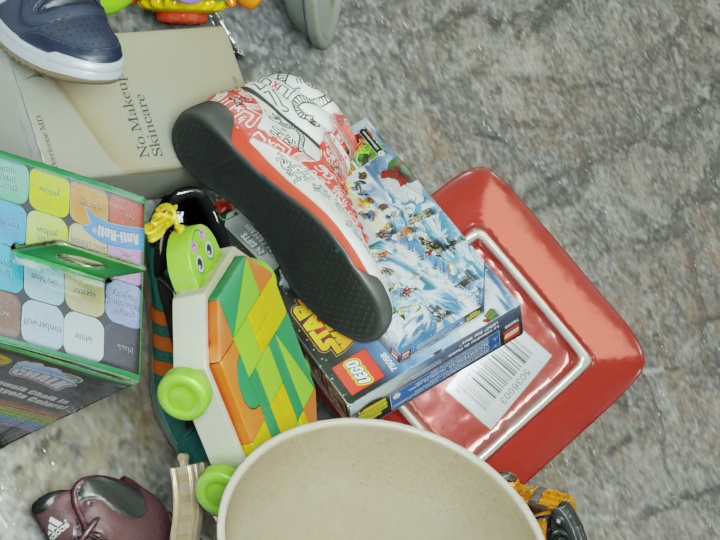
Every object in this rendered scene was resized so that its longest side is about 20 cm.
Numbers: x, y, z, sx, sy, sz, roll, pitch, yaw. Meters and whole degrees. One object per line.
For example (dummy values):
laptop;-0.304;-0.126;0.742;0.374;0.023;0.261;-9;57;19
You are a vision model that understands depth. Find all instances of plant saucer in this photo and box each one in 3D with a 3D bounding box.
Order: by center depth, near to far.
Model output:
plant saucer;-0.042;-0.269;1.626;0.050;0.201;0.201;5;58;6

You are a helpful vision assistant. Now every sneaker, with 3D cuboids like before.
sneaker;-0.173;0.198;1.321;0.116;0.076;0.200;49;34;-9
sneaker;-0.204;-0.207;1.379;0.070;0.109;0.200;-4;36;-40
sneaker;-0.108;0.039;1.432;0.071;0.080;0.201;-10;71;-15
sneaker;-0.024;-0.050;1.438;0.201;0.067;0.108;46;45;13

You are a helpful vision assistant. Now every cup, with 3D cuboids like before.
cup;0.001;0.209;1.287;0.199;0.144;0.201;9;42;-8

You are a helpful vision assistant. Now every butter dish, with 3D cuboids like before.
butter dish;0.069;0.057;1.573;0.200;0.148;0.200;-41;94;-5

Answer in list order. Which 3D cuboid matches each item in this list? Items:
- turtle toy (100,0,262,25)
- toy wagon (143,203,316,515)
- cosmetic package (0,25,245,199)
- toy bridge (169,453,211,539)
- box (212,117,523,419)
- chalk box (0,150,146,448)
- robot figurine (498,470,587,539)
turtle toy;-0.139;-0.224;1.504;0.199;0.145;0.102;-2;95;-52
toy wagon;-0.081;0.050;1.338;0.155;0.039;0.201;-63;138;-59
cosmetic package;-0.168;-0.102;1.460;0.199;0.073;0.104;-12;79;-47
toy bridge;-0.093;0.212;1.322;0.067;0.027;0.201;0;78;-62
box;0.000;0.000;1.467;0.136;0.040;0.200;-29;56;-13
chalk box;-0.207;0.011;1.273;0.124;0.200;0.125;20;58;-37
robot figurine;0.107;0.227;1.491;0.058;0.144;0.201;-28;122;-49
